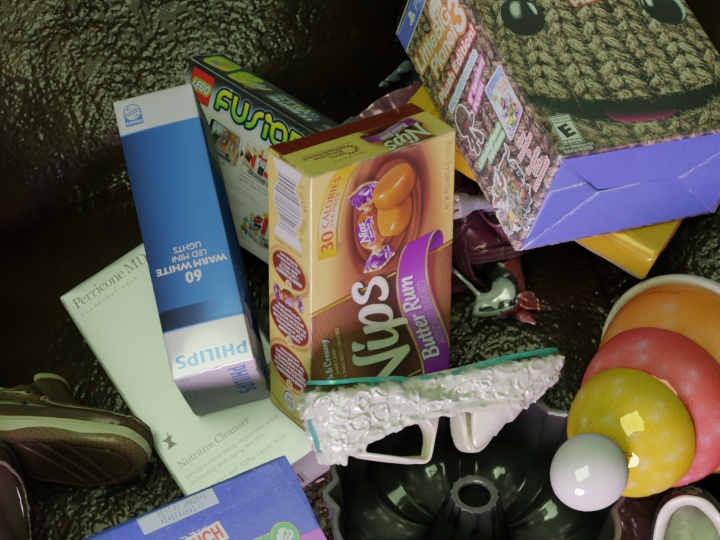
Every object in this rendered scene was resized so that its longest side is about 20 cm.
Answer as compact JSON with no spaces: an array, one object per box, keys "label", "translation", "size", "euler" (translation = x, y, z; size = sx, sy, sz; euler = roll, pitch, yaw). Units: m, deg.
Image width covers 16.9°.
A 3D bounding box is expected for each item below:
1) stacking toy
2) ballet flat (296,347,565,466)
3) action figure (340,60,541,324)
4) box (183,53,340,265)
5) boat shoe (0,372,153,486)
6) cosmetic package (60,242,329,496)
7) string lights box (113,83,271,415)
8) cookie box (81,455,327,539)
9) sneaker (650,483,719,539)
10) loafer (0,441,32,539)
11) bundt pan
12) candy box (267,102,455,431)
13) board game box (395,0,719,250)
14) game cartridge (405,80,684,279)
[{"label":"stacking toy","translation":[0.180,0.100,1.578],"size":[0.146,0.146,0.200],"euler":[40,41,16]},{"label":"ballet flat","translation":[0.048,0.094,1.606],"size":[0.200,0.072,0.072],"euler":[-7,72,-28]},{"label":"action figure","translation":[0.061,-0.040,1.721],"size":[0.200,0.149,0.134],"euler":[48,130,3]},{"label":"box","translation":[-0.056,-0.063,1.702],"size":[0.200,0.035,0.110],"euler":[34,118,34]},{"label":"boat shoe","translation":[-0.225,0.103,1.701],"size":[0.202,0.075,0.075],"euler":[-2,54,33]},{"label":"cosmetic package","translation":[-0.111,0.076,1.710],"size":[0.113,0.081,0.200],"euler":[-36,74,-3]},{"label":"string lights box","translation":[-0.112,-0.013,1.641],"size":[0.059,0.103,0.200],"euler":[-14,72,1]},{"label":"cookie box","translation":[-0.132,0.217,1.587],"size":[0.171,0.200,0.075],"euler":[-20,72,-29]},{"label":"sneaker","translation":[0.221,0.238,1.608],"size":[0.067,0.090,0.200],"euler":[-5,75,8]},{"label":"loafer","translation":[-0.251,0.212,1.662],"size":[0.073,0.071,0.200],"euler":[-10,109,-19]},{"label":"bundt pan","translation":[0.074,0.173,1.627],"size":[0.202,0.076,0.202],"euler":[2,46,-2]},{"label":"candy box","translation":[0.000,0.000,1.602],"size":[0.117,0.200,0.056],"euler":[-19,35,-30]},{"label":"board game box","translation":[0.143,-0.130,1.619],"size":[0.159,0.097,0.200],"euler":[-11,56,-25]},{"label":"game cartridge","translation":[0.149,-0.103,1.681],"size":[0.200,0.032,0.176],"euler":[32,50,6]}]
